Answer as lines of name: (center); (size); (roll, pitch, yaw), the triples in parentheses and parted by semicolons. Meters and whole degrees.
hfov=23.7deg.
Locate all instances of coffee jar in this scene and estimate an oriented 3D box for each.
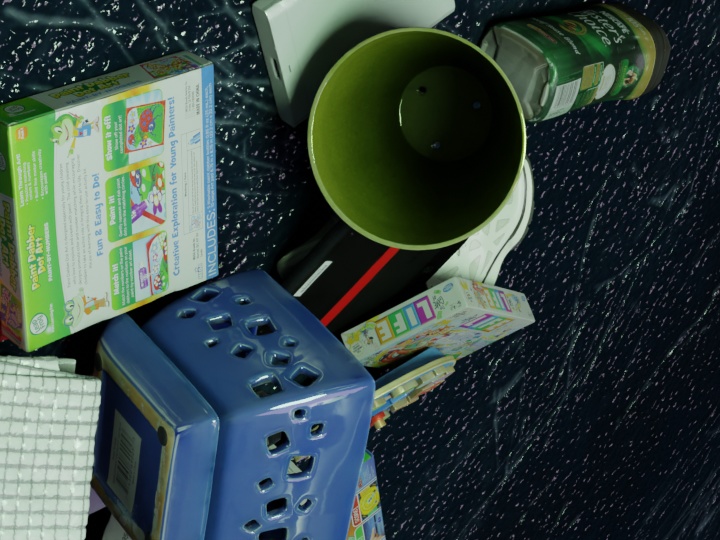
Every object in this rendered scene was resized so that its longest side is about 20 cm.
coffee jar: (0.216, -0.211, 1.715); (0.199, 0.104, 0.086); (-17, 133, -41)

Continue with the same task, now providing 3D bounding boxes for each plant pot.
plant pot: (-0.122, 0.138, 1.453); (0.179, 0.200, 0.201); (-11, 126, -34)
plant pot: (0.062, -0.128, 1.536); (0.188, 0.186, 0.200); (-65, 176, 14)

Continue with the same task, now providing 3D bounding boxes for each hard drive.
hard drive: (-0.002, -0.232, 1.515); (0.200, 0.026, 0.132); (-38, 141, -21)

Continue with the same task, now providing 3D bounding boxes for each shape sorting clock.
shape sorting clock: (0.011, 0.142, 1.738); (0.199, 0.039, 0.200); (-33, 173, -5)

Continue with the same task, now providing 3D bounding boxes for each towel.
towel: (-0.307, 0.146, 1.338); (0.199, 0.085, 0.167); (5, 91, -38)

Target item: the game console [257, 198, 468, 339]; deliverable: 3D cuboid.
game console: (0.000, 0.000, 1.643); (0.176, 0.031, 0.200); (4, 139, -45)

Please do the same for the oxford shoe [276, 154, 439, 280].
oxford shoe: (0.004, -0.049, 1.648); (0.199, 0.058, 0.075); (-29, 162, -10)

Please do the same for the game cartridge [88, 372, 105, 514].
game cartridge: (-0.197, 0.128, 1.548); (0.200, 0.041, 0.134); (-37, 136, -23)

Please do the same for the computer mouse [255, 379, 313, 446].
computer mouse: (-0.083, 0.137, 1.699); (0.200, 0.034, 0.059); (-20, 102, -55)

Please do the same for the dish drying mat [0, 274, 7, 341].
dish drying mat: (-0.308, 0.031, 1.382); (0.199, 0.018, 0.077); (-18, 131, -40)

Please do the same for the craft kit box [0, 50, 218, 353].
craft kit box: (-0.205, -0.058, 1.391); (0.197, 0.048, 0.201); (-24, 128, -39)

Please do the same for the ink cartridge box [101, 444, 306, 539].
ink cartridge box: (-0.156, 0.261, 1.648); (0.199, 0.084, 0.145); (-21, 143, -48)

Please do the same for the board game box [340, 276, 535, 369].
board game box: (0.082, 0.058, 1.742); (0.134, 0.034, 0.200); (-28, 163, 20)

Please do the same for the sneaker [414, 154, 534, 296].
sneaker: (0.103, -0.035, 1.750); (0.115, 0.076, 0.202); (-12, 129, -46)

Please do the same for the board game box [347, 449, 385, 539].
board game box: (-0.036, 0.295, 1.890); (0.135, 0.034, 0.201); (-34, 139, -25)
